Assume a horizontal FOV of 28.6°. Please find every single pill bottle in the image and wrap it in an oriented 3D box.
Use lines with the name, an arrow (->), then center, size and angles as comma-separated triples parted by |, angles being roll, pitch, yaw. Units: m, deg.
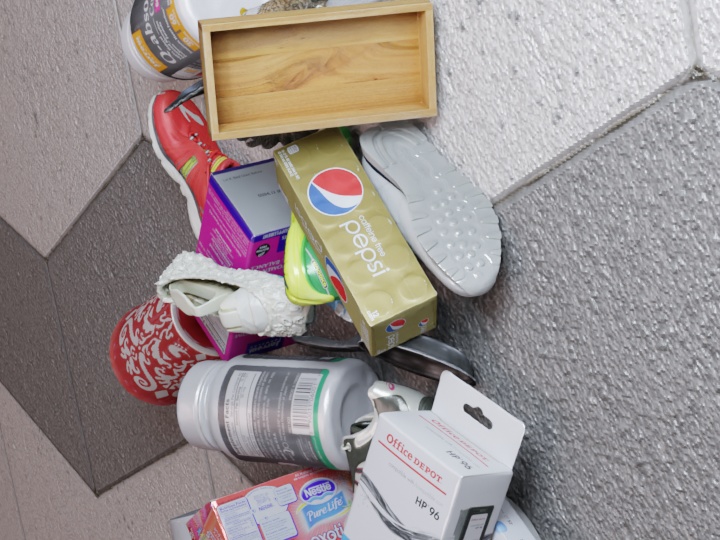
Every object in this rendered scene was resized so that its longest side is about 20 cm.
pill bottle -> -0.176, -0.266, 1.493 | 0.200, 0.116, 0.117 | -12, 93, 60
pill bottle -> -0.085, 0.144, 1.459 | 0.199, 0.113, 0.114 | 1, 105, 33

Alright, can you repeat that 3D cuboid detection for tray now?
tray -> -0.036, -0.174, 1.214 | 0.037, 0.199, 0.099 | -124, 29, -67

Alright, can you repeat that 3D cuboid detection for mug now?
mug -> -0.188, 0.080, 1.687 | 0.200, 0.177, 0.134 | -36, 39, 58

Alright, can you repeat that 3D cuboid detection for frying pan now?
frying pan -> 0.032, 0.078, 1.318 | 0.190, 0.115, 0.031 | 3, 69, 56

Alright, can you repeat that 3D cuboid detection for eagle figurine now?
eagle figurine -> -0.075, -0.208, 1.297 | 0.151, 0.151, 0.201 | -158, 90, -77

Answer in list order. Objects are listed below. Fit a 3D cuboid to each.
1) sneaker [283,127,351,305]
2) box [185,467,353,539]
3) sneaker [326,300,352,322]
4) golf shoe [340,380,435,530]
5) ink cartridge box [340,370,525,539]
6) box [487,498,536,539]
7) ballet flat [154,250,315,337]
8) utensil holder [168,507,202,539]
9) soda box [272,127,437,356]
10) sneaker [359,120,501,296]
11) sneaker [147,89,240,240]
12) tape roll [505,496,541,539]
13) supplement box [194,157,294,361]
sneaker -> -0.025, -0.050, 1.345 | 0.074, 0.083, 0.201 | 98, 179, -59
box -> -0.066, 0.265, 1.463 | 0.095, 0.199, 0.103 | -44, 66, 56
sneaker -> 0.000, 0.000, 1.367 | 0.200, 0.075, 0.087 | 24, 106, 45
golf shoe -> 0.019, 0.186, 1.372 | 0.088, 0.077, 0.201 | 30, 123, 4
ink cartridge box -> 0.057, 0.199, 1.223 | 0.116, 0.068, 0.201 | 32, 113, 44
box -> 0.095, 0.274, 1.260 | 0.200, 0.041, 0.156 | 53, 127, 34
ballet flat -> -0.132, 0.033, 1.416 | 0.199, 0.072, 0.072 | 15, 117, 41
utensil holder -> -0.125, 0.366, 1.643 | 0.170, 0.169, 0.201 | -26, 79, 60
soda box -> -0.005, -0.028, 1.252 | 0.201, 0.067, 0.064 | 61, 168, 25
sneaker -> 0.063, -0.044, 1.248 | 0.081, 0.076, 0.200 | 96, 151, -48
sneaker -> -0.171, -0.121, 1.606 | 0.085, 0.077, 0.201 | -26, 91, 54
tape roll -> 0.099, 0.301, 1.316 | 0.202, 0.037, 0.204 | 0, 90, 50
supplement box -> -0.111, -0.010, 1.513 | 0.104, 0.101, 0.201 | 53, 145, 31
